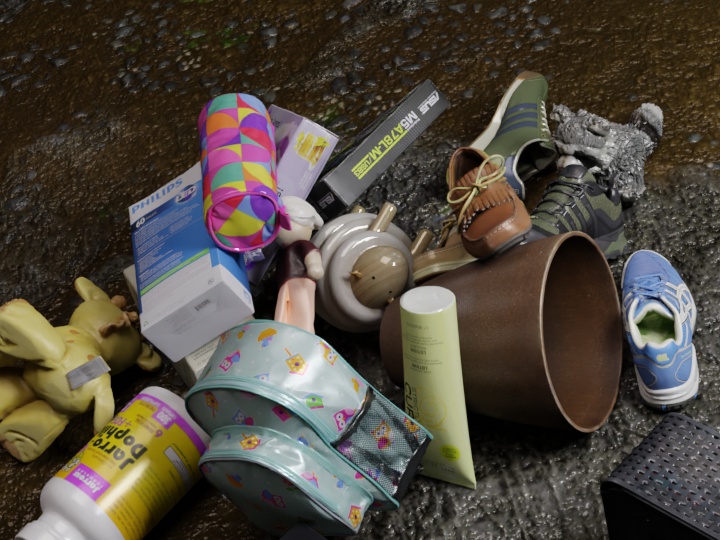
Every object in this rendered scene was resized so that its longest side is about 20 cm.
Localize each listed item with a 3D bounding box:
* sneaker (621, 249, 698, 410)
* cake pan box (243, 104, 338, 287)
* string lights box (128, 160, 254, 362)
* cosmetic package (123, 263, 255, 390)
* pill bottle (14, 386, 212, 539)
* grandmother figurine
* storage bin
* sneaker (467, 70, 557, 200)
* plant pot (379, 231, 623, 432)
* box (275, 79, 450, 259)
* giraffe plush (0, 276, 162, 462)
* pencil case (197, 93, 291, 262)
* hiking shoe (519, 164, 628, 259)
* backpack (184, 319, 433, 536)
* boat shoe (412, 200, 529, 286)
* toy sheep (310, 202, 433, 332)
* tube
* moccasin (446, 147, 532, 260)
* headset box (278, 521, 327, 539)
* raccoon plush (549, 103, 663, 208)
[{"bbox_3d":[0.295,0.042,1.481,0.075,0.077,0.201,-12,40,8],"label":"sneaker"},{"bbox_3d":[-0.106,-0.089,1.667,0.185,0.052,0.200,-59,18,3],"label":"cake pan box"},{"bbox_3d":[-0.176,-0.014,1.544,0.102,0.059,0.200,-31,40,14],"label":"string lights box"},{"bbox_3d":[-0.165,0.066,1.596,0.087,0.104,0.200,-30,44,-13],"label":"cosmetic package"},{"bbox_3d":[-0.237,0.213,1.456,0.104,0.105,0.200,21,53,36],"label":"pill bottle"},{"bbox_3d":[-0.065,0.016,1.506,0.060,0.121,0.201,11,61,-28],"label":"grandmother figurine"},{"bbox_3d":[0.306,0.223,1.230,0.200,0.136,0.094,27,57,39],"label":"storage bin"},{"bbox_3d":[0.192,-0.150,1.744,0.090,0.067,0.200,19,52,25],"label":"sneaker"},{"bbox_3d":[0.126,0.064,1.457,0.199,0.187,0.187,-5,41,33],"label":"plant pot"},{"bbox_3d":[-0.011,-0.113,1.695,0.193,0.048,0.200,-49,9,-31],"label":"box"},{"bbox_3d":[-0.305,0.087,1.599,0.199,0.173,0.162,-8,19,26],"label":"giraffe plush"},{"bbox_3d":[-0.121,-0.100,1.532,0.088,0.089,0.200,-16,40,2],"label":"pencil case"},{"bbox_3d":[0.201,-0.058,1.547,0.075,0.101,0.199,0,3,42],"label":"hiking shoe"},{"bbox_3d":[-0.063,0.145,1.369,0.175,0.200,0.153,-11,34,50],"label":"backpack"},{"bbox_3d":[0.115,-0.031,1.568,0.074,0.067,0.200,-21,-3,38],"label":"boat shoe"},{"bbox_3d":[0.000,0.000,1.588,0.138,0.138,0.200,-31,8,-16],"label":"toy sheep"},{"bbox_3d":[0.069,0.113,1.392,0.052,0.201,0.058,-13,30,-14],"label":"tube"},{"bbox_3d":[0.119,-0.071,1.453,0.073,0.078,0.202,-28,22,13],"label":"moccasin"},{"bbox_3d":[-0.034,0.338,1.256,0.174,0.093,0.200,-40,46,-23],"label":"headset box"},{"bbox_3d":[0.268,-0.161,1.669,0.096,0.134,0.200,3,45,24],"label":"raccoon plush"}]
